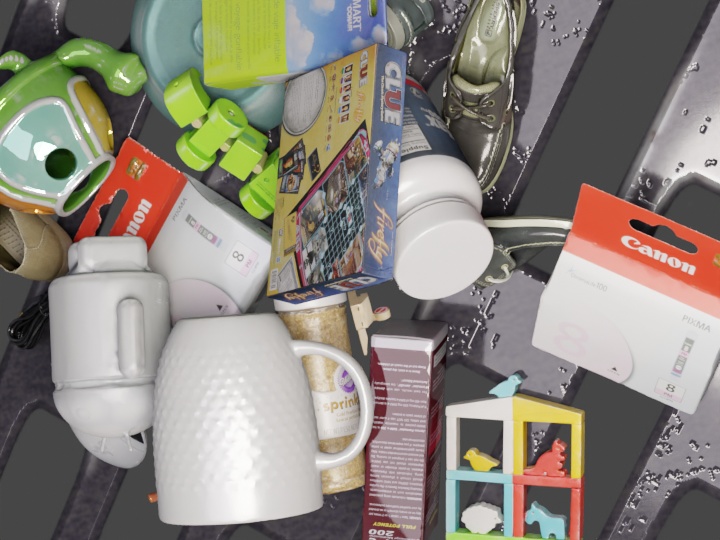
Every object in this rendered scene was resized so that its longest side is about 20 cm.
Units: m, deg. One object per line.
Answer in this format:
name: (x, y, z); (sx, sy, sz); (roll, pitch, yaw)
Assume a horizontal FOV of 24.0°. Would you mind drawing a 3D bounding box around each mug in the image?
mug: (-0.087, 0.125, 1.503); (0.199, 0.148, 0.176); (-4, 90, 8)

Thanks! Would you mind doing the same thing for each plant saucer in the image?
plant saucer: (-0.136, -0.223, 1.624); (0.199, 0.036, 0.201); (2, 97, 18)

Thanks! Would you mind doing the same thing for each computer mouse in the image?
computer mouse: (-0.280, 0.112, 1.694); (0.110, 0.044, 0.200); (-32, 88, 37)

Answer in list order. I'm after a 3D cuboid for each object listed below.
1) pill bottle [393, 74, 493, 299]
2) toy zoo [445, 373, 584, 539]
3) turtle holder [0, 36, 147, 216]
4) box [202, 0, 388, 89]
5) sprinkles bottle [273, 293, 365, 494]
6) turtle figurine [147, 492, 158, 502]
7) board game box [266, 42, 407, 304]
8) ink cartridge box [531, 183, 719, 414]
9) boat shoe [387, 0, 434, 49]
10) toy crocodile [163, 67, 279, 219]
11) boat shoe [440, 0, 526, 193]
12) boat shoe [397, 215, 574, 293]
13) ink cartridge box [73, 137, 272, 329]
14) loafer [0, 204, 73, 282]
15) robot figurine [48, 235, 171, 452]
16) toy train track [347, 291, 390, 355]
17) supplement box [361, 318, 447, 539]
pill bottle: (0.040, -0.073, 1.495); (0.120, 0.119, 0.200); (-43, 46, 18)
toy zoo: (0.145, 0.197, 1.593); (0.131, 0.020, 0.201); (2, 98, 17)
turtle holder: (-0.296, -0.136, 1.644); (0.132, 0.141, 0.185); (42, 62, 9)
box: (-0.052, -0.234, 1.524); (0.200, 0.048, 0.122); (-3, 88, 31)
sprinkles bottle: (-0.036, 0.104, 1.579); (0.068, 0.068, 0.201); (-6, 94, 18)
turtle figurine: (-0.122, 0.153, 1.615); (0.199, 0.064, 0.162); (-12, 109, 5)
board game box: (-0.020, -0.080, 1.444); (0.135, 0.035, 0.201); (-14, 67, 50)
ink cartridge box: (0.240, 0.030, 1.467); (0.162, 0.200, 0.057); (24, 62, 14)
boat shoe: (-0.008, -0.289, 1.573); (0.062, 0.073, 0.200); (-32, 76, -24)
toy crocodile: (-0.106, -0.109, 1.601); (0.200, 0.062, 0.067); (39, 121, -14)
boat shoe: (0.105, -0.167, 1.538); (0.072, 0.066, 0.201); (13, 100, 15)
boat shoe: (0.121, -0.017, 1.548); (0.200, 0.072, 0.068); (-6, 90, 26)
ink cartridge box: (-0.190, -0.009, 1.654); (0.200, 0.057, 0.163); (32, 105, 7)
loafer: (-0.372, -0.061, 1.695); (0.200, 0.067, 0.076); (34, 105, 19)
robot figurine: (-0.233, 0.069, 1.586); (0.113, 0.170, 0.201); (-2, 85, -19)
toy train track: (0.000, 0.000, 1.530); (0.032, 0.200, 0.115); (-14, 113, 0)
supplement box: (0.042, 0.152, 1.573); (0.061, 0.109, 0.201); (3, 97, 10)
